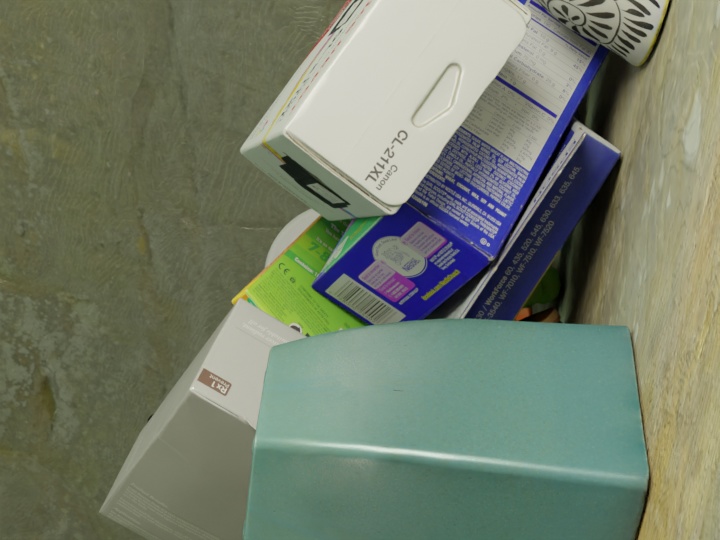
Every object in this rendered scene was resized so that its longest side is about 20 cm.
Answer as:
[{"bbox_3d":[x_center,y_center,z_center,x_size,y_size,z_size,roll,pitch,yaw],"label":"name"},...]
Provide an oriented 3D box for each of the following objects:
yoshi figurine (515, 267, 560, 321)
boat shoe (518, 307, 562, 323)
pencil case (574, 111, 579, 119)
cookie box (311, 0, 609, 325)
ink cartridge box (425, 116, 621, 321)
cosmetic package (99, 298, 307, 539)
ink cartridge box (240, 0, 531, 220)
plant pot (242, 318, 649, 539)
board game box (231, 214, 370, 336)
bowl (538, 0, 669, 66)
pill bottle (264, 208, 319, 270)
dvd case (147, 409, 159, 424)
[{"bbox_3d":[0.081,-0.024,1.349,0.112,0.112,0.200,-49,33,-20],"label":"yoshi figurine"},{"bbox_3d":[0.113,0.072,1.237,0.070,0.070,0.200,60,171,2],"label":"boat shoe"},{"bbox_3d":[0.126,-0.142,1.374,0.200,0.085,0.092,-85,-13,-63],"label":"pencil case"},{"bbox_3d":[0.067,-0.073,1.137,0.200,0.075,0.171,-59,7,-28],"label":"cookie box"},{"bbox_3d":[0.099,-0.008,1.130,0.198,0.047,0.200,-57,6,10],"label":"ink cartridge box"},{"bbox_3d":[-0.085,0.116,1.133,0.200,0.107,0.090,-49,12,48],"label":"cosmetic package"},{"bbox_3d":[0.010,-0.112,1.062,0.146,0.083,0.200,-55,9,-6],"label":"ink cartridge box"},{"bbox_3d":[0.040,0.113,0.944,0.141,0.200,0.141,-84,0,-58],"label":"plant pot"},{"bbox_3d":[0.000,0.000,1.210,0.030,0.096,0.200,-33,9,49],"label":"board game box"},{"bbox_3d":[0.137,-0.228,1.037,0.201,0.094,0.201,-173,90,-89],"label":"bowl"},{"bbox_3d":[0.006,0.030,1.530,0.200,0.112,0.112,42,-131,-54],"label":"pill bottle"},{"bbox_3d":[-0.034,0.109,1.241,0.143,0.200,0.018,-34,48,47],"label":"dvd case"}]
